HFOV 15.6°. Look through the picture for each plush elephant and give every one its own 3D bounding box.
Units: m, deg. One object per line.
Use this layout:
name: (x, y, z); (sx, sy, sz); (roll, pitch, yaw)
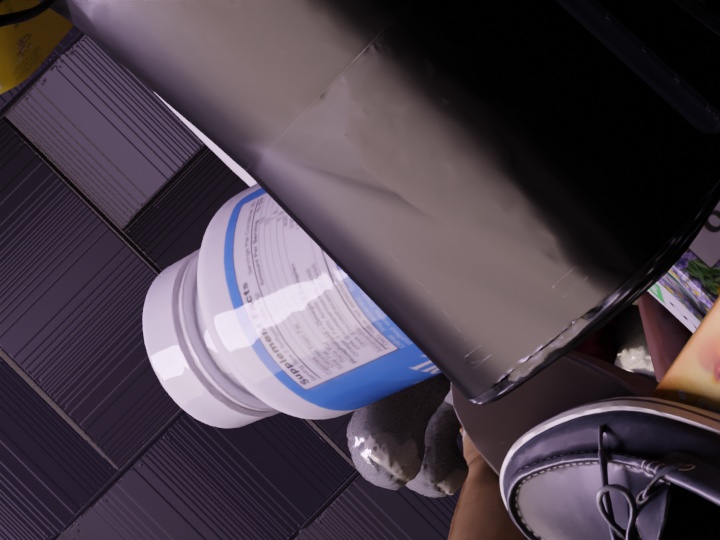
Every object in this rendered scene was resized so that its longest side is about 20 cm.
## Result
plush elephant: (0.106, 0.041, 1.259); (0.155, 0.200, 0.165); (22, 170, 12)

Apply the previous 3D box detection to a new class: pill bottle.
pill bottle: (0.000, 0.000, 1.147); (0.200, 0.112, 0.112); (-26, 118, 40)

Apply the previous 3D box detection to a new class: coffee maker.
coffee maker: (0.003, -0.059, 0.777); (0.200, 0.192, 0.135); (43, 161, -3)

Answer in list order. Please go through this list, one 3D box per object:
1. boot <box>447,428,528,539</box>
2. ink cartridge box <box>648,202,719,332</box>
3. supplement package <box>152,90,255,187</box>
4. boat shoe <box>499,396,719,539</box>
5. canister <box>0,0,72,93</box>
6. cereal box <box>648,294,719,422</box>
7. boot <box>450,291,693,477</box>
boot: (0.126, 0.131, 1.328); (0.200, 0.175, 0.066); (-86, -13, -52)
ink cartridge box: (0.148, 0.004, 1.011); (0.200, 0.050, 0.109); (45, 177, 17)
supplement package: (-0.051, -0.125, 1.315); (0.120, 0.121, 0.200); (45, 178, 7)
boat shoe: (0.116, 0.092, 0.915); (0.200, 0.062, 0.075); (8, 127, 48)
canister: (-0.158, -0.138, 0.810); (0.148, 0.087, 0.200); (37, 170, 7)
cereal box: (0.196, 0.080, 0.899); (0.200, 0.040, 0.144); (44, 145, 14)
boot: (0.121, 0.043, 1.084); (0.186, 0.064, 0.200); (33, -154, -11)
